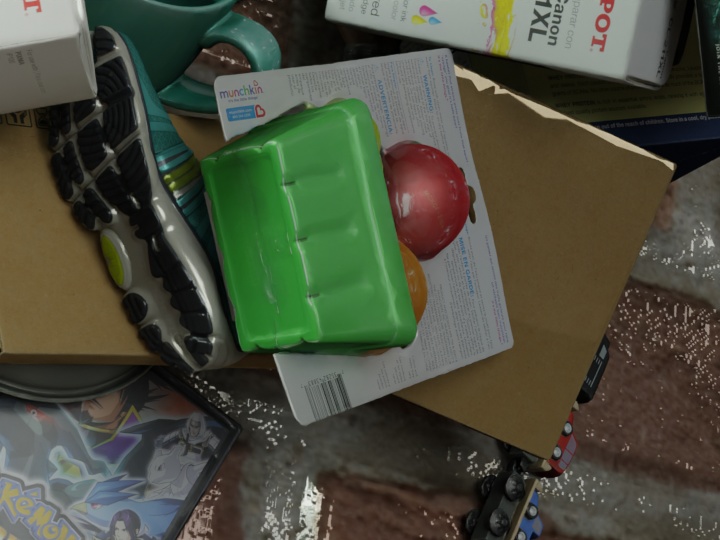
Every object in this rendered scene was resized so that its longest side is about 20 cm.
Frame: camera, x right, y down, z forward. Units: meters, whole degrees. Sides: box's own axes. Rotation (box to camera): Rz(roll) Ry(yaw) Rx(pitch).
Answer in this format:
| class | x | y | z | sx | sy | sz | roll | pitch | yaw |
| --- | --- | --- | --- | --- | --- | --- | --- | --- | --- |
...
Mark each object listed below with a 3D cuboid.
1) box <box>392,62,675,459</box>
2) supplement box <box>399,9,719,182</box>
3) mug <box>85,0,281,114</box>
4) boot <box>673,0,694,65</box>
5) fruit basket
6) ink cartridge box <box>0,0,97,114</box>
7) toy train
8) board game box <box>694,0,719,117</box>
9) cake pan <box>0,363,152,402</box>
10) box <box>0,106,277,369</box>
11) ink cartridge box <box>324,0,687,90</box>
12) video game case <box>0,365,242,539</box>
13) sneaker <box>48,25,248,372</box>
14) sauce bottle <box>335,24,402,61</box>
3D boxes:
| class | x | y | z | sx | sy | sz | roll | pitch | yaw |
| --- | --- | --- | --- | --- | --- | --- | --- | --- | --- |
| box | 0.081 | -0.006 | 1.003 | 0.163 | 0.021 | 0.200 | 24 | 89 | -6 |
| supplement box | 0.143 | -0.159 | 1.144 | 0.200 | 0.134 | 0.200 | -8 | 78 | -32 |
| mug | -0.152 | -0.163 | 0.974 | 0.152 | 0.114 | 0.185 | -4 | 58 | -42 |
| boot | 0.226 | -0.225 | 1.094 | 0.165 | 0.066 | 0.200 | 27 | 62 | -23 |
| fruit basket | 0.005 | -0.025 | 0.909 | 0.200 | 0.094 | 0.186 | -17 | 95 | -54 |
| ink cartridge box | -0.242 | -0.148 | 0.829 | 0.200 | 0.083 | 0.147 | -10 | 72 | -6 |
| toy train | 0.123 | 0.115 | 1.103 | 0.046 | 0.034 | 0.200 | 45 | 56 | -24 |
| board game box | 0.254 | -0.184 | 1.005 | 0.200 | 0.028 | 0.135 | -31 | 116 | -51 |
| cake pan | -0.183 | -0.022 | 0.947 | 0.200 | 0.037 | 0.201 | 20 | 53 | -29 |
| box | -0.132 | -0.021 | 0.944 | 0.200 | 0.021 | 0.164 | 4 | 62 | -38 |
| ink cartridge box | 0.095 | -0.200 | 0.988 | 0.083 | 0.200 | 0.146 | -4 | 107 | -64 |
| video game case | -0.190 | 0.104 | 0.933 | 0.200 | 0.025 | 0.181 | 38 | 59 | -13 |
| sneaker | -0.111 | -0.040 | 0.914 | 0.080 | 0.077 | 0.200 | -23 | 91 | -51 |
| sauce bottle | 0.010 | -0.204 | 1.097 | 0.065 | 0.065 | 0.200 | 0 | 95 | -29 |
